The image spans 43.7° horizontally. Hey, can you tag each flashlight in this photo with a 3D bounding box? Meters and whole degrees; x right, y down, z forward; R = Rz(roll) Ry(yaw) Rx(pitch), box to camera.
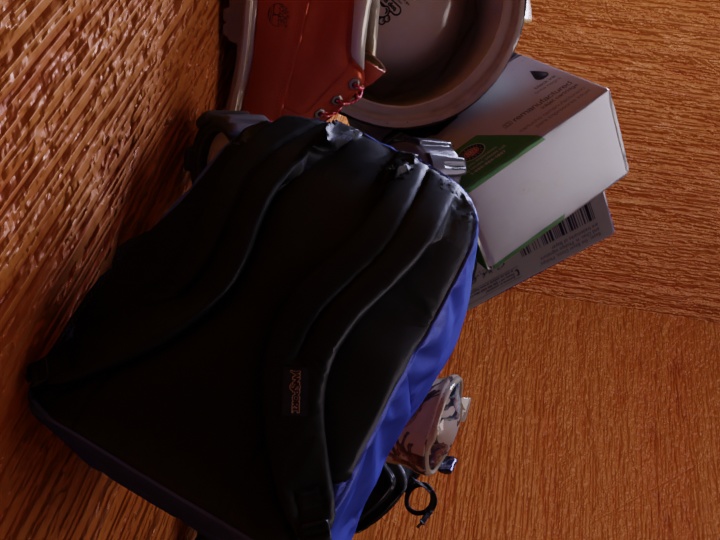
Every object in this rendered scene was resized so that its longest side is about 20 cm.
[{"bbox_3d":[-0.013,-0.065,0.582,0.198,0.068,0.068,-4,132,-40],"label":"flashlight"}]

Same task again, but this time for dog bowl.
[{"bbox_3d":[0.025,-0.213,0.697,0.074,0.197,0.203,-133,-130,-75],"label":"dog bowl"}]

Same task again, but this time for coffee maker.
[{"bbox_3d":[0.021,0.270,1.207,0.136,0.190,0.200,-65,172,3],"label":"coffee maker"}]

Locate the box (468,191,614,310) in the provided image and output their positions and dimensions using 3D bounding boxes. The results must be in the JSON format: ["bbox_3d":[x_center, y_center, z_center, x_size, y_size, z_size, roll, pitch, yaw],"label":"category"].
[{"bbox_3d":[0.114,-0.082,0.868,0.106,0.182,0.201,59,6,-37],"label":"box"}]

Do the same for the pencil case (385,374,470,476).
[{"bbox_3d":[-0.015,0.102,0.713,0.089,0.197,0.079,21,81,-66],"label":"pencil case"}]

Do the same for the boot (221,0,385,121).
[{"bbox_3d":[-0.039,-0.115,0.613,0.075,0.105,0.203,-74,172,-62],"label":"boot"}]

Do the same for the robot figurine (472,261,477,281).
[{"bbox_3d":[-0.001,-0.002,0.716,0.124,0.199,0.152,-39,120,-27],"label":"robot figurine"}]

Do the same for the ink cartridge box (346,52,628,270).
[{"bbox_3d":[0.098,-0.108,0.748,0.200,0.146,0.084,42,-17,52],"label":"ink cartridge box"}]

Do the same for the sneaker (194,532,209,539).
[{"bbox_3d":[-0.100,0.204,0.659,0.085,0.074,0.201,49,59,-35],"label":"sneaker"}]

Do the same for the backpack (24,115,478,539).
[{"bbox_3d":[-0.039,0.034,0.455,0.201,0.161,0.168,-59,168,-23],"label":"backpack"}]

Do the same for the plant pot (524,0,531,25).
[{"bbox_3d":[0.049,-0.306,0.827,0.200,0.197,0.186,-54,136,-75],"label":"plant pot"}]
